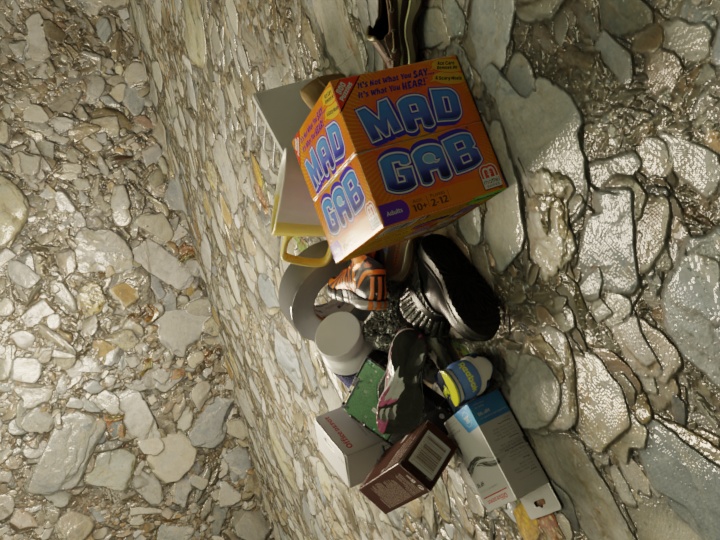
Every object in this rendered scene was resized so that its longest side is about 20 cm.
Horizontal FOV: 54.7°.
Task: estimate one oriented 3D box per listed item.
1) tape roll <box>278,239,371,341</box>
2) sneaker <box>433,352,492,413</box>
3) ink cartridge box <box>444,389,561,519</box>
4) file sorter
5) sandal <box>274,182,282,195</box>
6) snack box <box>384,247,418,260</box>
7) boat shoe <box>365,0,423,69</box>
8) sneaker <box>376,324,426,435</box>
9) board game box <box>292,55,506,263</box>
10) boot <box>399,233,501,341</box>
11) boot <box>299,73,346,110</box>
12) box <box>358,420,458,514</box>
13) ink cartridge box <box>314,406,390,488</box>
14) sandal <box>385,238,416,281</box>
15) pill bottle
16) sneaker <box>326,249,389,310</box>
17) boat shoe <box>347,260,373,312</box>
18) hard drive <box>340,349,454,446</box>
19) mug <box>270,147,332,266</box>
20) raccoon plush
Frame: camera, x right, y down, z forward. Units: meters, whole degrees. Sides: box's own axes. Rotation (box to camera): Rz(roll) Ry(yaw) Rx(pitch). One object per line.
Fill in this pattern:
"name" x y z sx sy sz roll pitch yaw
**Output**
"tape roll" -0.060 0.042 1.383 0.066 0.198 0.202 43 144 46
"sneaker" 0.171 0.182 1.139 0.074 0.082 0.200 58 174 10
"ink cartridge box" 0.222 0.307 1.111 0.201 0.066 0.116 63 156 20
"file sorter" -0.112 -0.250 1.368 0.201 0.137 0.125 61 158 23
"sandal" -0.078 -0.118 1.326 0.075 0.199 0.048 -31 52 31
"snack box" 0.042 -0.072 1.291 0.200 0.024 0.073 26 131 59
"boat shoe" 0.041 -0.344 1.016 0.075 0.074 0.204 -118 24 -48
"sneaker" 0.078 0.187 1.208 0.086 0.079 0.202 -75 -2 -75
"board game box" 0.047 -0.153 0.996 0.202 0.198 0.200 69 157 5
"boot" 0.137 0.064 1.102 0.159 0.078 0.212 105 151 -43
"boot" -0.048 -0.244 1.184 0.201 0.174 0.066 54 145 27
"box" 0.079 0.343 1.207 0.075 0.100 0.200 39 145 5
"ink cartridge box" 0.027 0.327 1.398 0.146 0.198 0.087 36 139 54
"sandal" 0.061 -0.081 1.156 0.080 0.053 0.203 24 108 59
"pill bottle" -0.009 0.168 1.377 0.116 0.115 0.200 53 179 37
"sneaker" 0.000 0.000 1.215 0.199 0.077 0.114 13 102 63
"boat shoe" 0.012 0.000 1.316 0.062 0.075 0.201 32 154 48
"hard drive" 0.072 0.256 1.286 0.199 0.038 0.141 32 119 12
"mug" -0.073 -0.114 1.218 0.187 0.151 0.151 116 159 -55
"raccoon plush" 0.096 0.093 1.267 0.199 0.097 0.135 34 132 8
